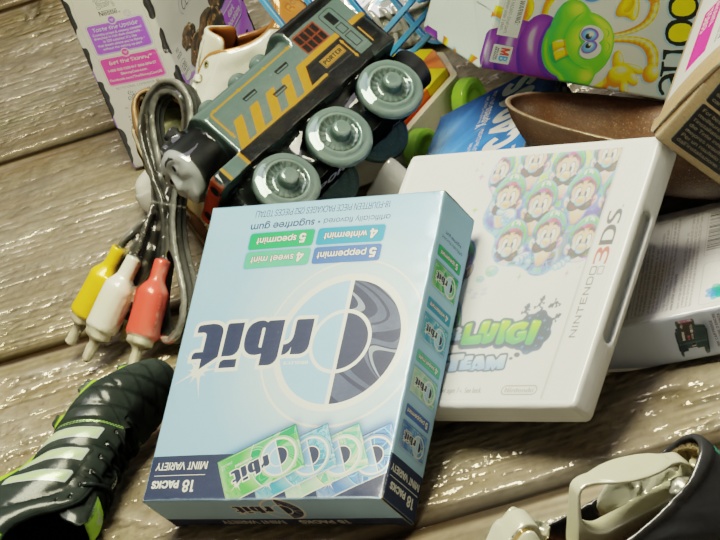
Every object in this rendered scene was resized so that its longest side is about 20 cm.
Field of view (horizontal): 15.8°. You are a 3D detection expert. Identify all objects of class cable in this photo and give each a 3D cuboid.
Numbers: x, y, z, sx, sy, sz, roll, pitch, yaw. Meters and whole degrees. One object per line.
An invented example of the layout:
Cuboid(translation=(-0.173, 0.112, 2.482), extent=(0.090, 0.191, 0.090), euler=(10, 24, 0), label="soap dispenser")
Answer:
Cuboid(translation=(-0.140, -0.029, 1.760), extent=(0.097, 0.201, 0.050), euler=(19, 8, 38), label="cable")

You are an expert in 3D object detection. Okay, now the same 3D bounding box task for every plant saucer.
Cuboid(translation=(0.188, -0.078, 1.656), extent=(0.200, 0.037, 0.200), euler=(9, 12, -2), label="plant saucer")

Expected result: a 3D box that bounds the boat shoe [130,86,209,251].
Cuboid(translation=(-0.103, -0.060, 1.816), extent=(0.076, 0.074, 0.200), euler=(-43, 52, -7), label="boat shoe")

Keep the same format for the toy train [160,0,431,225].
Cuboid(translation=(-0.043, -0.097, 1.751), extent=(0.114, 0.085, 0.200), euler=(41, 64, 13), label="toy train")

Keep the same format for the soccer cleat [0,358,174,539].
Cuboid(translation=(-0.176, 0.131, 1.609), extent=(0.081, 0.068, 0.200), euler=(28, 55, 34), label="soccer cleat")

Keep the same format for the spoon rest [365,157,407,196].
Cuboid(translation=(0.000, 0.000, 1.691), extent=(0.061, 0.099, 0.200), euler=(32, 40, 2), label="spoon rest")

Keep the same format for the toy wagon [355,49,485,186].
Cuboid(translation=(-0.007, -0.096, 1.895), extent=(0.155, 0.040, 0.200), euler=(2, 36, 37), label="toy wagon")

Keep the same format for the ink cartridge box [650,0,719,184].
Cuboid(translation=(0.279, -0.109, 1.579), extent=(0.075, 0.165, 0.200), euler=(-49, 9, 38), label="ink cartridge box")

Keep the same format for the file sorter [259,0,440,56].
Cuboid(translation=(0.027, -0.233, 1.888), extent=(0.123, 0.139, 0.200), euler=(-46, -13, 35), label="file sorter")

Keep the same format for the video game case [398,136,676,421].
Cuboid(translation=(0.081, 0.006, 1.561), extent=(0.200, 0.024, 0.182), euler=(-3, 58, 43), label="video game case")

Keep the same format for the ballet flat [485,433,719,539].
Cuboid(translation=(0.110, 0.144, 1.367), extent=(0.200, 0.073, 0.073), euler=(-26, 28, -7), label="ballet flat")

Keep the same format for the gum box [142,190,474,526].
Cuboid(translation=(-0.031, 0.053, 1.557), extent=(0.169, 0.045, 0.201), euler=(-3, 62, 31), label="gum box")

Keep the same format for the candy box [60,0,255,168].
Cuboid(translation=(-0.160, -0.210, 2.031), extent=(0.071, 0.200, 0.168), euler=(-10, 31, 21), label="candy box")

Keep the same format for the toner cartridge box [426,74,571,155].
Cuboid(translation=(0.087, -0.066, 1.733), extent=(0.095, 0.043, 0.200), euler=(-28, 18, 23), label="toner cartridge box")

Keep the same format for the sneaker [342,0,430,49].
Cuboid(translation=(0.026, -0.204, 2.029), extent=(0.200, 0.071, 0.080), euler=(-26, 31, -9), label="sneaker")

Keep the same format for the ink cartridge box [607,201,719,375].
Cuboid(translation=(0.175, 0.012, 1.577), extent=(0.199, 0.042, 0.119), euler=(-10, 31, 19), label="ink cartridge box")

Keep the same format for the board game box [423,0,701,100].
Cuboid(translation=(0.161, -0.182, 1.756), extent=(0.199, 0.103, 0.105), euler=(7, 17, -24), label="board game box")

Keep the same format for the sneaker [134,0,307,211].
Cuboid(translation=(-0.107, -0.131, 1.928), extent=(0.200, 0.085, 0.073), euler=(-42, 10, 13), label="sneaker")
